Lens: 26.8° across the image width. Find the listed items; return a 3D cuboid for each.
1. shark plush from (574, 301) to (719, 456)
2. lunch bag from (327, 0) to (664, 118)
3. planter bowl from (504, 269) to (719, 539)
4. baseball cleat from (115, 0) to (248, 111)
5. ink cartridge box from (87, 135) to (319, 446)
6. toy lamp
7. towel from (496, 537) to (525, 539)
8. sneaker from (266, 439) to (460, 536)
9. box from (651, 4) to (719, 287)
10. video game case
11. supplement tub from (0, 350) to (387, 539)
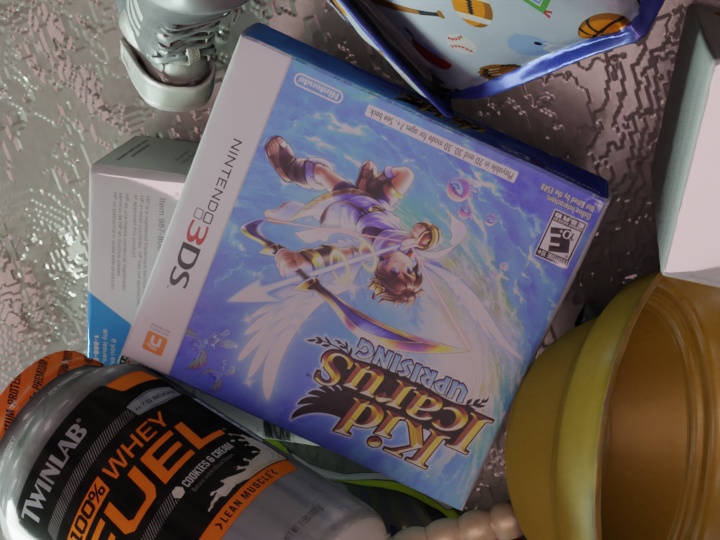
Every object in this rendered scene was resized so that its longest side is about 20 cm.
[{"bbox_3d":[0.214,0.074,0.851,0.198,0.091,0.084,26,85,17],"label":"shark plush"},{"bbox_3d":[0.031,-0.166,0.683,0.170,0.199,0.124,44,65,-20],"label":"lunch bag"},{"bbox_3d":[0.127,0.089,0.741,0.083,0.200,0.203,2,110,37],"label":"planter bowl"},{"bbox_3d":[-0.084,-0.128,0.765,0.069,0.200,0.108,-12,111,-12],"label":"baseball cleat"},{"bbox_3d":[-0.047,0.013,0.849,0.197,0.084,0.147,7,108,8],"label":"ink cartridge box"},{"bbox_3d":[0.041,0.148,0.825,0.198,0.058,0.059,-16,104,6],"label":"toy lamp"},{"bbox_3d":[0.087,0.257,0.827,0.144,0.022,0.202,18,89,39],"label":"towel"},{"bbox_3d":[-0.027,0.155,0.892,0.198,0.081,0.075,17,110,5],"label":"sneaker"},{"bbox_3d":[0.210,-0.057,0.720,0.123,0.200,0.099,13,108,6],"label":"box"},{"bbox_3d":[0.000,0.000,0.770,0.198,0.045,0.183,24,109,1],"label":"video game case"},{"bbox_3d":[-0.095,0.128,0.765,0.199,0.122,0.124,28,112,24],"label":"supplement tub"}]
